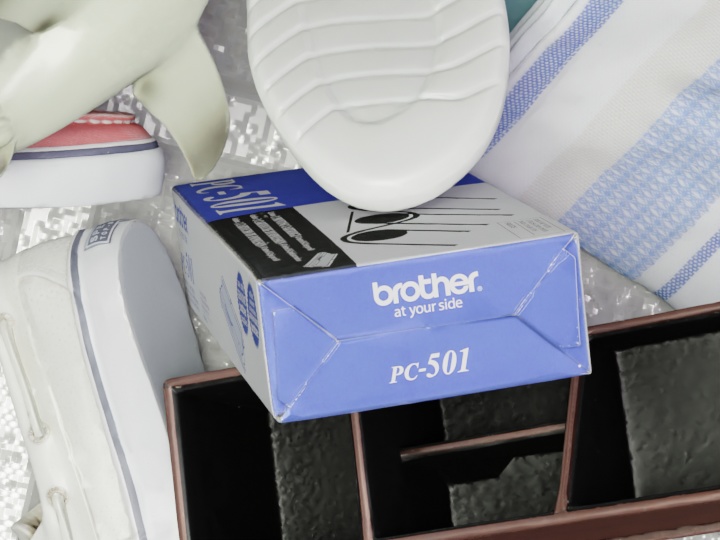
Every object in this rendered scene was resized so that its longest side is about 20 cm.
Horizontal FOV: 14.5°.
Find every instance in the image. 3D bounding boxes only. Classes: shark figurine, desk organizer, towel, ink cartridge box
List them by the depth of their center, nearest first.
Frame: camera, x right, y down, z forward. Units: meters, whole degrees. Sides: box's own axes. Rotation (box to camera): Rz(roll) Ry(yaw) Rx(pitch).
[{"bbox_3d":[-0.125,-0.072,0.871,0.214,0.090,0.129,-26,134,-14],"label":"shark figurine"},{"bbox_3d":[0.000,0.000,0.881,0.093,0.200,0.045,-8,100,-10],"label":"ink cartridge box"},{"bbox_3d":[0.042,0.055,0.901,0.199,0.077,0.072,-11,78,22],"label":"desk organizer"},{"bbox_3d":[0.136,-0.034,0.948,0.199,0.147,0.024,34,41,-11],"label":"towel"}]

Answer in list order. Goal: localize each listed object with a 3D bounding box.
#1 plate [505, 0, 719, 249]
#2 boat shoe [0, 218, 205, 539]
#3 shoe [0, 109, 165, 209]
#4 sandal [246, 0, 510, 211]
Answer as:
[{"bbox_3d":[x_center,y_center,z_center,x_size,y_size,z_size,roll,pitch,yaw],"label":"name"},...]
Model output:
[{"bbox_3d":[0.120,-0.092,0.937,0.199,0.026,0.201,10,130,12],"label":"plate"},{"bbox_3d":[-0.080,0.086,0.946,0.069,0.071,0.201,-13,99,19],"label":"boat shoe"},{"bbox_3d":[-0.161,-0.069,0.919,0.199,0.071,0.092,3,94,-6],"label":"shoe"},{"bbox_3d":[-0.001,-0.091,0.914,0.082,0.050,0.203,-17,51,-2],"label":"sandal"}]
